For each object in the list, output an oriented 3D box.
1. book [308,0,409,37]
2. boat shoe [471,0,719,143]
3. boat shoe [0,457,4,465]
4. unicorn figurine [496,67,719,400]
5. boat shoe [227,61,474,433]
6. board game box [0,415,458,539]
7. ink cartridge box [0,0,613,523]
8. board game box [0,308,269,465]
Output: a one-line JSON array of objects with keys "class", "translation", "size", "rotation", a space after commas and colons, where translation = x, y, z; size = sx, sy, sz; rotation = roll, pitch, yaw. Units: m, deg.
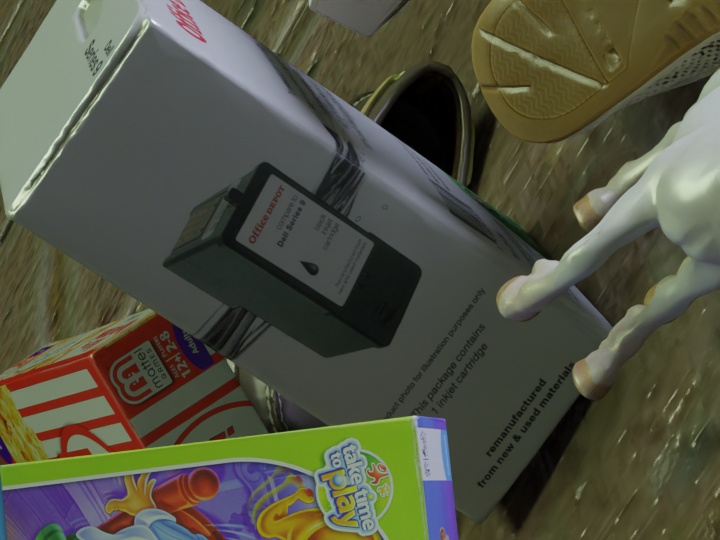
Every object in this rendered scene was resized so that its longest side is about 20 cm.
[{"class": "book", "translation": [0.024, -0.191, 0.954], "size": [0.134, 0.048, 0.201], "rotation": [-50, 26, 35]}, {"class": "boat shoe", "translation": [0.124, -0.106, 0.868], "size": [0.200, 0.071, 0.069], "rotation": [-28, -8, 38]}, {"class": "boat shoe", "translation": [-0.157, 0.106, 1.429], "size": [0.200, 0.072, 0.068], "rotation": [-34, 33, 56]}, {"class": "unicorn figurine", "translation": [0.108, -0.020, 0.775], "size": [0.137, 0.074, 0.200], "rotation": [-41, 21, 31]}, {"class": "boat shoe", "translation": [0.000, 0.000, 1.102], "size": [0.060, 0.072, 0.201], "rotation": [-49, 17, 50]}, {"class": "board game box", "translation": [-0.034, 0.146, 0.740], "size": [0.045, 0.134, 0.201], "rotation": [19, -116, -77]}, {"class": "ink cartridge box", "translation": [-0.026, -0.018, 0.956], "size": [0.084, 0.200, 0.146], "rotation": [-53, 18, 8]}, {"class": "board game box", "translation": [-0.074, 0.093, 1.058], "size": [0.046, 0.152, 0.200], "rotation": [-32, 5, -21]}]
